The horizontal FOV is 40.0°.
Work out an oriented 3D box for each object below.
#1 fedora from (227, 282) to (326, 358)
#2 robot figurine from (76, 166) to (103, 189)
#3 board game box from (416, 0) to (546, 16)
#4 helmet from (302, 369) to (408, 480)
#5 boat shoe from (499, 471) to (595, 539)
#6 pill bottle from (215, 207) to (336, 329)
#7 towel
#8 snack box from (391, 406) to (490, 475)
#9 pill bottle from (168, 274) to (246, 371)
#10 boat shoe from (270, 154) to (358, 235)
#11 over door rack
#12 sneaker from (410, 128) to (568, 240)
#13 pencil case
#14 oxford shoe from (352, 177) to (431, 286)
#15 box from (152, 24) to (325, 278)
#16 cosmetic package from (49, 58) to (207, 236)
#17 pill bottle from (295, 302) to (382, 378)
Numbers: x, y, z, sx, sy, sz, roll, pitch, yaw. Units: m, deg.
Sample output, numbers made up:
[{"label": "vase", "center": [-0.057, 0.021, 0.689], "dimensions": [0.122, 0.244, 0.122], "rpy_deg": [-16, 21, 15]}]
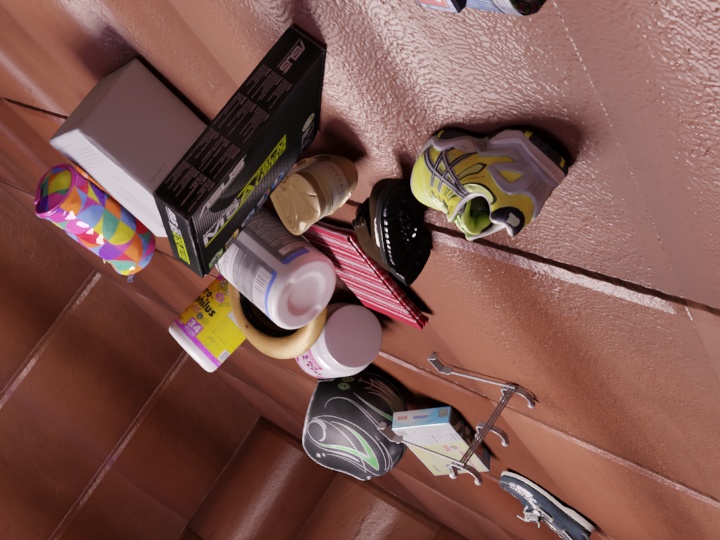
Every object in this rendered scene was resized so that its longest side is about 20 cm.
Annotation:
[{"label": "fedora", "center": [-0.113, 0.034, 1.507], "dimensions": [0.199, 0.204, 0.081], "rpy_deg": [27, -153, 30]}, {"label": "robot figurine", "center": [-0.353, -0.142, 1.507], "dimensions": [0.198, 0.143, 0.118], "rpy_deg": [28, 129, 25]}, {"label": "board game box", "center": [0.031, -0.219, 0.551], "dimensions": [0.198, 0.062, 0.201], "rpy_deg": [25, 161, 39]}, {"label": "helmet", "center": [0.002, 0.288, 1.860], "dimensions": [0.187, 0.203, 0.201], "rpy_deg": [16, 160, 13]}, {"label": "boat shoe", "center": [0.339, 0.450, 1.846], "dimensions": [0.198, 0.062, 0.075], "rpy_deg": [33, 167, 13]}, {"label": "pill bottle", "center": [-0.134, -0.017, 1.373], "dimensions": [0.199, 0.114, 0.114], "rpy_deg": [38, 169, 36]}, {"label": "towel", "center": [0.000, 0.000, 1.336], "dimensions": [0.144, 0.023, 0.200], "rpy_deg": [20, 156, 51]}, {"label": "snack box", "center": [0.151, 0.316, 1.814], "dimensions": [0.114, 0.038, 0.201], "rpy_deg": [-10, 141, 26]}, {"label": "pill bottle", "center": [-0.209, 0.059, 1.604], "dimensions": [0.104, 0.200, 0.104], "rpy_deg": [43, 171, 8]}, {"label": "boat shoe", "center": [-0.051, -0.088, 1.094], "dimensions": [0.075, 0.068, 0.200], "rpy_deg": [64, 164, -10]}, {"label": "over door rack", "center": [0.142, 0.215, 1.427], "dimensions": [0.198, 0.148, 0.067], "rpy_deg": [17, 152, 48]}, {"label": "sneaker", "center": [0.089, -0.070, 0.835], "dimensions": [0.075, 0.077, 0.199], "rpy_deg": [38, 166, -18]}, {"label": "pencil case", "center": [-0.373, -0.066, 1.396], "dimensions": [0.088, 0.089, 0.200], "rpy_deg": [23, 164, 37]}, {"label": "oxford shoe", "center": [0.023, -0.047, 1.053], "dimensions": [0.084, 0.073, 0.201], "rpy_deg": [33, 164, 17]}, {"label": "box", "center": [-0.109, -0.104, 0.931], "dimensions": [0.047, 0.201, 0.193], "rpy_deg": [36, 164, 3]}, {"label": "cosmetic package", "center": [-0.280, -0.154, 1.296], "dimensions": [0.200, 0.124, 0.198], "rpy_deg": [42, 164, -23]}, {"label": "pill bottle", "center": [-0.036, 0.111, 1.567], "dimensions": [0.113, 0.114, 0.200], "rpy_deg": [37, 164, -7]}]
